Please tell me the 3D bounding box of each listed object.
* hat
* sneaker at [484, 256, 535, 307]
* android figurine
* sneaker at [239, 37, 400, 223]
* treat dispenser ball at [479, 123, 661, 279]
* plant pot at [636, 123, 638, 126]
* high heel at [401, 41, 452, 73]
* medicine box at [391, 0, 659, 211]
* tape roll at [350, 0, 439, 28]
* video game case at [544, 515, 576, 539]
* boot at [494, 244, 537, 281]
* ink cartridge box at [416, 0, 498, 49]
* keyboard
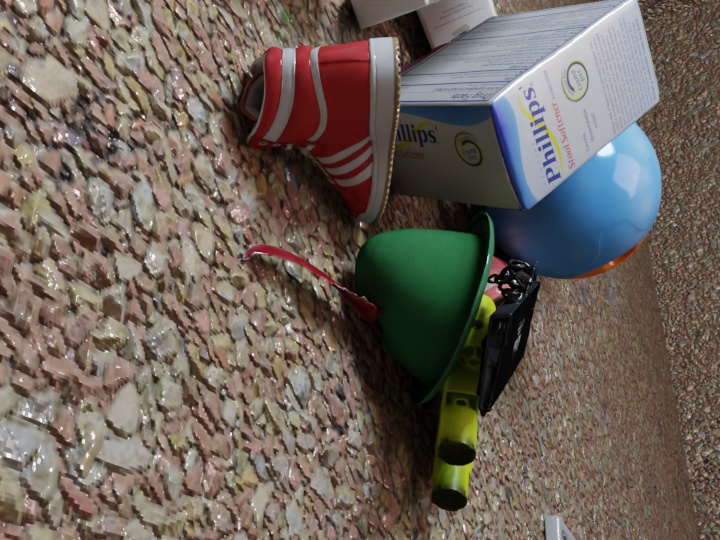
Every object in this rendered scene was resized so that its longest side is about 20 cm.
[{"bbox_3d":[0.000,0.000,0.681,0.200,0.175,0.167,117,-10,-58],"label":"hat"},{"bbox_3d":[0.133,0.001,0.912,0.087,0.074,0.200,52,13,9],"label":"sneaker"},{"bbox_3d":[0.090,0.102,0.740,0.201,0.041,0.183,-74,169,-51],"label":"android figurine"},{"bbox_3d":[-0.031,-0.100,0.635,0.200,0.111,0.072,94,-6,-62],"label":"sneaker"},{"bbox_3d":[0.233,-0.090,0.941,0.201,0.199,0.203,41,42,-51],"label":"treat dispenser ball"},{"bbox_3d":[0.280,-0.135,1.151,0.201,0.199,0.135,64,33,-25],"label":"plant pot"},{"bbox_3d":[0.121,-0.165,0.938,0.200,0.095,0.068,49,36,-45],"label":"high heel"},{"bbox_3d":[0.135,-0.155,0.771,0.200,0.182,0.103,-38,118,-24],"label":"medicine box"},{"bbox_3d":[0.086,-0.285,0.804,0.037,0.201,0.203,68,26,-17],"label":"tape roll"},{"bbox_3d":[0.267,0.433,1.032,0.183,0.022,0.201,52,33,-42],"label":"video game case"},{"bbox_3d":[0.209,-0.002,1.088,0.131,0.067,0.201,58,31,-46],"label":"boot"},{"bbox_3d":[0.130,-0.278,1.006,0.147,0.082,0.201,-85,152,-59],"label":"ink cartridge box"},{"bbox_3d":[0.108,0.038,0.654,0.200,0.039,0.105,-17,120,-72],"label":"keyboard"}]
